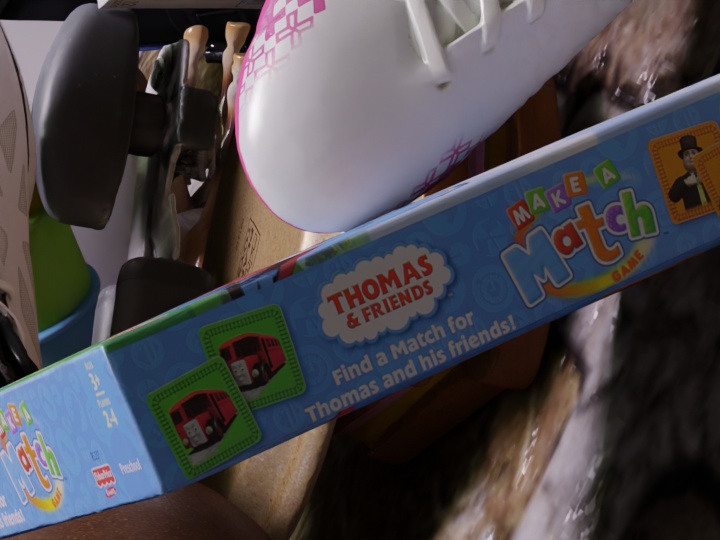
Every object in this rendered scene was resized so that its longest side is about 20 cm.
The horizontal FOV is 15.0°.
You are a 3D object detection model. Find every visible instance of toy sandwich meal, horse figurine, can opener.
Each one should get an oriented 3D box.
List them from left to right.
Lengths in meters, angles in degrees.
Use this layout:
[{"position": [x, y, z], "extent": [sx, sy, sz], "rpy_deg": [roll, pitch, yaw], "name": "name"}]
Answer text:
[{"position": [-0.078, 0.016, 0.879], "extent": [0.053, 0.066, 0.201], "rpy_deg": [134, 140, -65], "name": "can opener"}, {"position": [-0.058, -0.022, 1.037], "extent": [0.200, 0.050, 0.133], "rpy_deg": [-139, 60, -66], "name": "horse figurine"}, {"position": [0.000, 0.000, 0.842], "extent": [0.205, 0.070, 0.207], "rpy_deg": [-169, 90, -77], "name": "toy sandwich meal"}]

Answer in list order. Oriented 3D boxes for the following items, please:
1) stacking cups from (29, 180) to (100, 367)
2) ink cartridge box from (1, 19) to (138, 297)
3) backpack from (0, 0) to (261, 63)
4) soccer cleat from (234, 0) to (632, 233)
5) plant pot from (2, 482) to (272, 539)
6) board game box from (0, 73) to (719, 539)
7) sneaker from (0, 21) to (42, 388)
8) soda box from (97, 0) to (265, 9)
[{"position": [-0.103, 0.025, 0.942], "extent": [0.060, 0.201, 0.061], "rpy_deg": [-18, 31, 11], "name": "stacking cups"}, {"position": [-0.130, 0.015, 1.044], "extent": [0.146, 0.084, 0.202], "rpy_deg": [-125, 34, -68], "name": "ink cartridge box"}, {"position": [-0.113, -0.202, 1.127], "extent": [0.148, 0.182, 0.201], "rpy_deg": [-93, 3, -47], "name": "backpack"}, {"position": [0.044, -0.090, 0.715], "extent": [0.200, 0.070, 0.086], "rpy_deg": [-48, 18, -28], "name": "soccer cleat"}, {"position": [-0.071, 0.148, 0.699], "extent": [0.198, 0.199, 0.201], "rpy_deg": [-110, 44, -76], "name": "plant pot"}, {"position": [0.011, 0.005, 0.633], "extent": [0.151, 0.199, 0.037], "rpy_deg": [-23, 89, 65], "name": "board game box"}, {"position": [-0.118, -0.010, 0.808], "extent": [0.115, 0.075, 0.202], "rpy_deg": [-166, 66, -71], "name": "sneaker"}, {"position": [-0.025, -0.141, 0.813], "extent": [0.200, 0.063, 0.069], "rpy_deg": [146, 118, -63], "name": "soda box"}]
